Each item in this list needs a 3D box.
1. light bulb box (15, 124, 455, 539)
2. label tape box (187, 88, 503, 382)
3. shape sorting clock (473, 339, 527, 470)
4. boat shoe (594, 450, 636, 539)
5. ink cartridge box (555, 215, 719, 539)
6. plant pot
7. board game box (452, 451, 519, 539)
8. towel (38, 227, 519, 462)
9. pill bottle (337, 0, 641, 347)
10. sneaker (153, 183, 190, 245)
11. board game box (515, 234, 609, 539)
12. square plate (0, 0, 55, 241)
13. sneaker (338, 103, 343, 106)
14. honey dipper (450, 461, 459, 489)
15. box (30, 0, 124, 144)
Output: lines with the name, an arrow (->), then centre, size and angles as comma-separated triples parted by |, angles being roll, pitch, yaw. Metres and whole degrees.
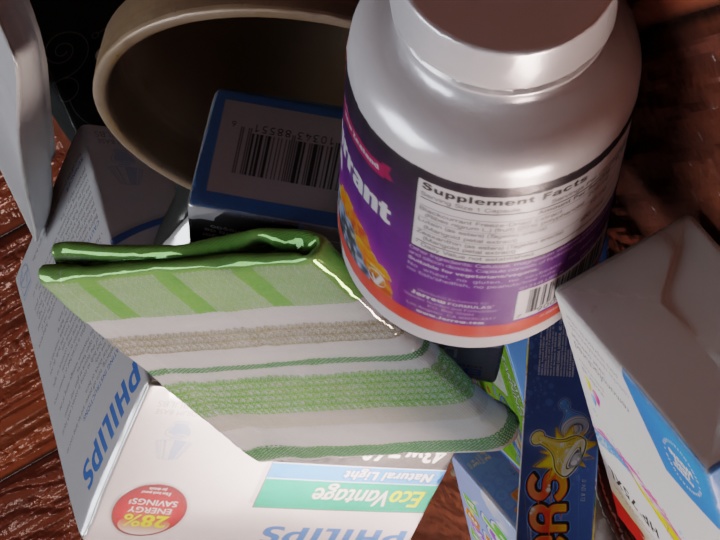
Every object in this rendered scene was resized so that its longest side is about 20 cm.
light bulb box -> -0.066, 0.039, 1.558 | 0.200, 0.198, 0.125 | -110, 35, -42
label tape box -> 0.000, 0.000, 1.286 | 0.200, 0.144, 0.063 | 93, -173, -65
shape sorting clock -> 0.083, 0.039, 1.458 | 0.200, 0.039, 0.200 | 160, 90, -82
boat shoe -> 0.159, 0.143, 1.316 | 0.200, 0.072, 0.072 | 64, 151, 18
ink cartridge box -> 0.152, 0.087, 1.157 | 0.116, 0.067, 0.200 | 52, 168, 41
plant pot -> -0.012, -0.101, 1.259 | 0.201, 0.201, 0.093 | 81, -161, -65
board game box -> 0.132, 0.202, 1.665 | 0.200, 0.037, 0.151 | 50, 167, 30
towel -> -0.032, 0.032, 1.267 | 0.200, 0.149, 0.031 | 46, -133, -51
pill bottle -> 0.049, -0.062, 1.090 | 0.111, 0.111, 0.200 | 56, 162, 24
sneaker -> -0.065, -0.094, 1.399 | 0.099, 0.200, 0.071 | 42, -154, 10
board game box -> 0.087, 0.095, 1.261 | 0.135, 0.034, 0.200 | 77, -163, -76
square plate -> -0.206, -0.143, 1.529 | 0.200, 0.028, 0.198 | 96, 151, -63
sneaker -> 0.002, -0.029, 1.423 | 0.200, 0.088, 0.075 | 96, 165, -53
honey dipper -> 0.041, 0.059, 1.759 | 0.200, 0.038, 0.038 | 62, 171, -2
box -> -0.140, -0.180, 1.643 | 0.124, 0.148, 0.200 | 52, 167, 44
